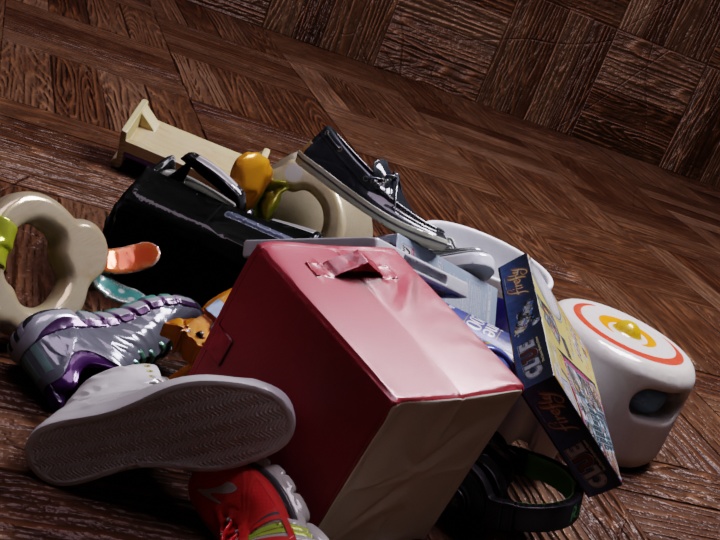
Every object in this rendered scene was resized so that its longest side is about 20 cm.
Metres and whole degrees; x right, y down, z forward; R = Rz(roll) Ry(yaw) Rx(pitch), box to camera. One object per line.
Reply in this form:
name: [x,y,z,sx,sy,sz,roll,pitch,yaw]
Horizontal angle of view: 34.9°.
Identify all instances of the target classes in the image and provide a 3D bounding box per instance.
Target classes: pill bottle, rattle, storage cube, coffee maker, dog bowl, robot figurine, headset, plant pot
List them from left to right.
rattle: [-0.302,0.001,1.050,0.199,0.142,0.132,-14,81,-60]
coffee maker: [-0.160,-0.004,1.190,0.198,0.135,0.193,25,57,8]
robot figurine: [-0.107,0.059,1.021,0.058,0.146,0.200,36,31,15]
plant pot: [-0.064,-0.069,1.439,0.198,0.136,0.201,21,17,-7]
rattle: [-0.057,-0.037,1.289,0.129,0.143,0.201,-26,79,-18]
storage cube: [-0.012,0.102,0.914,0.170,0.201,0.180,2,37,-49]
headset: [0.101,0.172,1.022,0.197,0.095,0.124,9,15,12]
dog bowl: [0.158,0.011,1.569,0.198,0.080,0.200,21,19,-7]
pill bottle: [0.126,0.113,1.188,0.198,0.112,0.111,26,18,10]

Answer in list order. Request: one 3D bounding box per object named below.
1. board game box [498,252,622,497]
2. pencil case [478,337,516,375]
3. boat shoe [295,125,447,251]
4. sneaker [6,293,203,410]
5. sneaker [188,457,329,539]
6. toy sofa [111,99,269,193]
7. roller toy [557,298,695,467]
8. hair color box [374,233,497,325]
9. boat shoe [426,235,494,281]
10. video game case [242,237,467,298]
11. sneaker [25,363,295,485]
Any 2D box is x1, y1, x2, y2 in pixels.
board game box: [0.180,0.091,1.048,0.136,0.034,0.201,55,18,-25]
pencil case: [0.057,0.081,1.052,0.078,0.087,0.200,53,-14,-28]
boat shoe: [0.019,-0.090,1.267,0.199,0.063,0.075,37,3,14]
sneaker: [-0.205,0.078,0.995,0.199,0.075,0.088,-8,53,-47]
sneaker: [-0.073,0.195,0.791,0.084,0.078,0.200,-5,30,-38]
toy sofa: [-0.230,-0.140,1.554,0.198,0.098,0.083,22,43,-3]
roller toy: [0.280,0.120,1.310,0.181,0.141,0.200,25,18,7]
hair color box: [0.062,0.023,1.304,0.098,0.061,0.199,-8,-23,38]
boat shoe: [0.086,-0.012,1.398,0.073,0.069,0.198,19,-21,-32]
video game case: [0.000,0.000,1.099,0.142,0.018,0.199,-1,-13,29]
sneaker: [-0.140,0.100,0.865,0.197,0.075,0.116,-7,16,8]
